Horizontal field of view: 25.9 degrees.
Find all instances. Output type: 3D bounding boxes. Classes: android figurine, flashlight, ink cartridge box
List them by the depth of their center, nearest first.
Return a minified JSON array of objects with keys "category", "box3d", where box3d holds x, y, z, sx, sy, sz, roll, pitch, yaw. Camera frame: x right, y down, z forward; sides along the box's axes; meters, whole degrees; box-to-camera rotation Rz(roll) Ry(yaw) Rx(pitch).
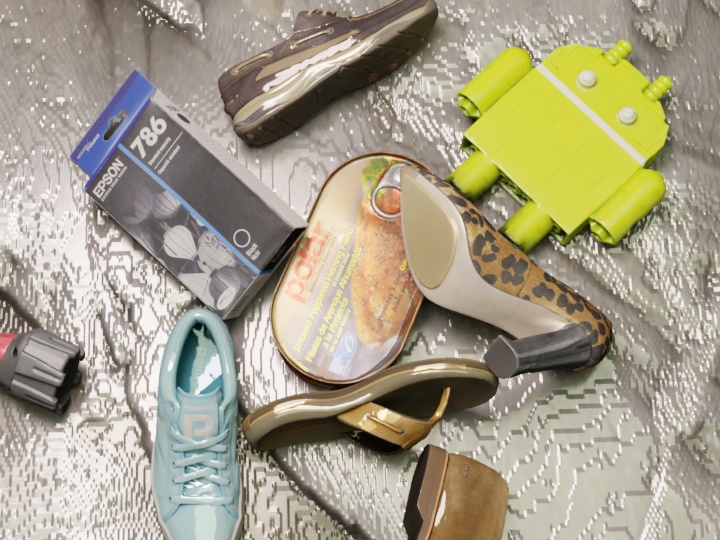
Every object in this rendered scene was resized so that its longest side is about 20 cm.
[{"category":"flashlight","box3d":[-0.312,0.041,1.216,0.200,0.068,0.068,22,78,7]},{"category":"ink cartridge box","box3d":[-0.145,-0.063,1.247,0.200,0.039,0.099,41,106,12]},{"category":"android figurine","box3d":[0.169,-0.107,1.288,0.200,0.041,0.182,-41,78,-11]}]

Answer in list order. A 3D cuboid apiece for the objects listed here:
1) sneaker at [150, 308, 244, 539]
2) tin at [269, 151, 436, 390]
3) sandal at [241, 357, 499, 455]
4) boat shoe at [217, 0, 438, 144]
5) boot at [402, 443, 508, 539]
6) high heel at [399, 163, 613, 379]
[{"category":"sneaker","box3d":[-0.127,0.124,1.186,0.074,0.082,0.200,-6,73,-2]},{"category":"tin","box3d":[0.000,0.000,1.252,0.112,0.042,0.200,24,73,2]},{"category":"sandal","box3d":[0.010,0.116,1.193,0.200,0.080,0.054,-13,62,1]},{"category":"boat shoe","box3d":[-0.029,-0.183,1.289,0.200,0.074,0.073,-31,76,-12]},{"category":"boot","box3d":[0.061,0.233,1.167,0.075,0.074,0.200,18,71,-6]},{"category":"high heel","box3d":[0.114,-0.003,1.235,0.143,0.071,0.200,-5,59,-45]}]
